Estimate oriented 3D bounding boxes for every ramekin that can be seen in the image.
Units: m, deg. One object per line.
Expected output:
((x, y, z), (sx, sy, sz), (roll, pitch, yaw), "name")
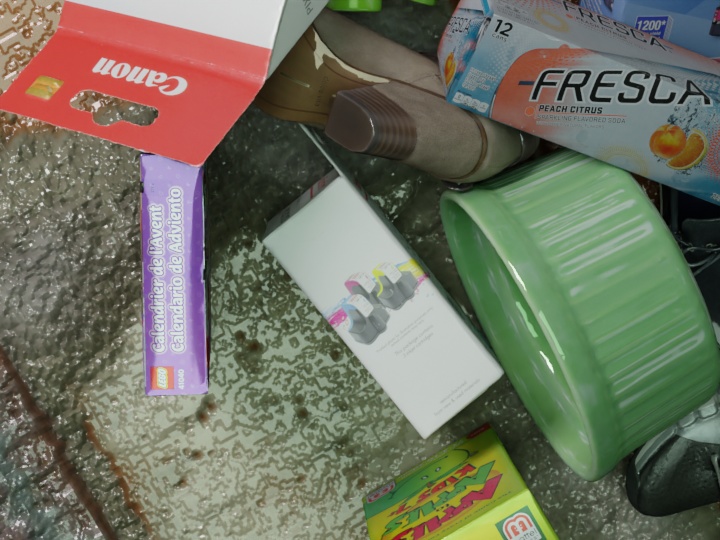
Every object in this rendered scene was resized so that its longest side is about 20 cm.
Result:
((0.137, 0.019, 1.187), (0.097, 0.200, 0.201), (-27, 97, -6), "ramekin")

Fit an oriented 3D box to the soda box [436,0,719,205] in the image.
((0.147, -0.106, 1.136), (0.199, 0.068, 0.064), (18, 120, -16), "soda box")

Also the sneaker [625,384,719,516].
((0.273, 0.120, 1.234), (0.200, 0.116, 0.075), (-32, 130, 1), "sneaker")

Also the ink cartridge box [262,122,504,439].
((0.000, 0.000, 1.215), (0.068, 0.115, 0.200), (-39, 96, 3), "ink cartridge box")

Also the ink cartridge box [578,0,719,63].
((0.214, -0.203, 1.160), (0.136, 0.076, 0.200), (-5, 135, -12), "ink cartridge box")

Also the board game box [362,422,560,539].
((0.059, 0.157, 1.192), (0.101, 0.200, 0.048), (-30, 97, 1), "board game box")

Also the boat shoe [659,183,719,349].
((0.231, -0.026, 1.250), (0.074, 0.062, 0.201), (-10, 98, -3), "boat shoe")

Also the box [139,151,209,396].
((-0.111, -0.008, 1.166), (0.039, 0.200, 0.137), (-2, 96, -4), "box")

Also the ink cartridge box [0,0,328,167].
((-0.105, -0.160, 1.110), (0.161, 0.050, 0.200), (17, 55, 31), "ink cartridge box")

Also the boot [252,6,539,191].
((0.011, -0.118, 1.172), (0.200, 0.146, 0.070), (48, 124, 31), "boot")

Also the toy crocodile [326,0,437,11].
((-0.045, -0.196, 1.225), (0.199, 0.062, 0.068), (1, 97, 2), "toy crocodile")
